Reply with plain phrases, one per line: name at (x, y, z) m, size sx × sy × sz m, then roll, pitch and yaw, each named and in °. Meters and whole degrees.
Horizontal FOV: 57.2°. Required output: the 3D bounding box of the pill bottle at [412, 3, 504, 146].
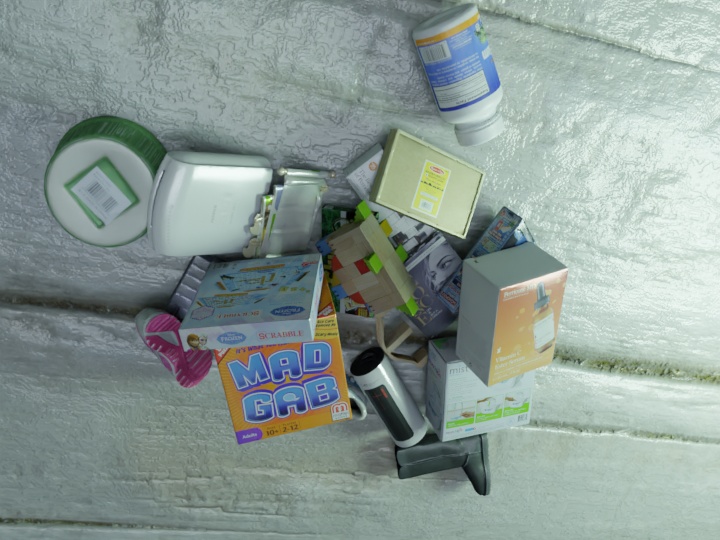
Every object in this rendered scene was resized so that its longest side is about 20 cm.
pill bottle at (0.166, -0.312, 1.071) m, size 0.110 × 0.113 × 0.203 m, roll -25°, pitch 115°, yaw 2°

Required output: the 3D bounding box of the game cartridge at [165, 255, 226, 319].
game cartridge at (-0.238, 0.060, 1.208) m, size 0.197 × 0.038 × 0.131 m, roll 29°, pitch 101°, yaw -19°

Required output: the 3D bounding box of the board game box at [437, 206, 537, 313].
board game box at (0.249, 0.023, 1.230) m, size 0.199 × 0.062 × 0.201 m, roll -42°, pitch 129°, yaw -2°

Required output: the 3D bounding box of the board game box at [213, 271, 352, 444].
board game box at (-0.135, 0.134, 1.129) m, size 0.195 × 0.201 × 0.204 m, roll -11°, pitch 116°, yaw -6°

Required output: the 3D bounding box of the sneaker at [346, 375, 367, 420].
sneaker at (-0.067, 0.232, 1.278) m, size 0.196 × 0.087 × 0.076 m, roll 23°, pitch 110°, yaw -15°

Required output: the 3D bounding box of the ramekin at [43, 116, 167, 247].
ramekin at (-0.405, -0.137, 1.062) m, size 0.195 × 0.098 × 0.205 m, roll -3°, pitch 113°, yaw -8°

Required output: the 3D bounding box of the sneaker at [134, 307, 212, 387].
sneaker at (-0.340, 0.132, 1.201) m, size 0.081 × 0.088 × 0.202 m, roll -41°, pitch 136°, yaw -20°

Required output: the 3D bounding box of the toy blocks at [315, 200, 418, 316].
toy blocks at (0.000, 0.000, 1.133) m, size 0.135 × 0.100 × 0.202 m, roll -22°, pitch 107°, yaw 39°

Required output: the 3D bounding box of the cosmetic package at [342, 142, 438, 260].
cosmetic package at (0.058, -0.117, 1.170) m, size 0.082 × 0.051 × 0.201 m, roll -36°, pitch 113°, yaw 6°

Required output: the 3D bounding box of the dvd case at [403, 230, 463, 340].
dvd case at (0.138, 0.034, 1.234) m, size 0.148 × 0.016 × 0.200 m, roll -39°, pitch 128°, yaw 8°

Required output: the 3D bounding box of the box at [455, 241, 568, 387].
box at (0.261, 0.075, 1.159) m, size 0.149 × 0.106 × 0.204 m, roll -14°, pitch 123°, yaw -22°

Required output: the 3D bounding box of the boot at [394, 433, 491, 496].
boot at (0.173, 0.418, 1.402) m, size 0.195 × 0.066 × 0.169 m, roll -10°, pitch 105°, yaw -8°

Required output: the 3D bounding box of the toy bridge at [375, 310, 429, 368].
toy bridge at (0.068, 0.127, 1.250) m, size 0.067 × 0.027 × 0.201 m, roll -41°, pitch 130°, yaw -3°

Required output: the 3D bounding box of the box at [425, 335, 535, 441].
box at (0.235, 0.221, 1.298) m, size 0.195 × 0.097 × 0.181 m, roll -8°, pitch 114°, yaw -15°

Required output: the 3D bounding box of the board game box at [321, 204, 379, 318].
board game box at (-0.020, -0.014, 1.189) m, size 0.102 × 0.024 × 0.205 m, roll 9°, pitch 117°, yaw 16°

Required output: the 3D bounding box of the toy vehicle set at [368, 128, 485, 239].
toy vehicle set at (0.118, -0.146, 1.139) m, size 0.197 × 0.026 × 0.127 m, roll 20°, pitch 89°, yaw -28°

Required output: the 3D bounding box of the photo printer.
photo printer at (-0.246, -0.107, 1.062) m, size 0.197 × 0.069 × 0.170 m, roll -6°, pitch 121°, yaw -47°

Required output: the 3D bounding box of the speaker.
speaker at (0.057, 0.251, 1.308) m, size 0.080 × 0.082 × 0.202 m, roll -28°, pitch 114°, yaw 4°

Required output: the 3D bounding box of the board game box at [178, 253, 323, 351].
board game box at (-0.162, 0.045, 1.033) m, size 0.195 × 0.201 × 0.042 m, roll -5°, pitch 119°, yaw 6°

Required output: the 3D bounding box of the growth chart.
growth chart at (-0.127, -0.086, 1.136) m, size 0.143 × 0.018 × 0.203 m, roll 3°, pitch 117°, yaw -45°
